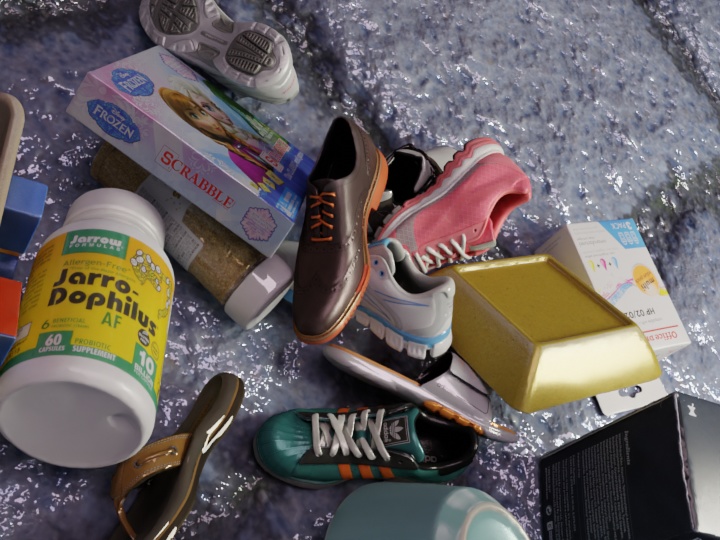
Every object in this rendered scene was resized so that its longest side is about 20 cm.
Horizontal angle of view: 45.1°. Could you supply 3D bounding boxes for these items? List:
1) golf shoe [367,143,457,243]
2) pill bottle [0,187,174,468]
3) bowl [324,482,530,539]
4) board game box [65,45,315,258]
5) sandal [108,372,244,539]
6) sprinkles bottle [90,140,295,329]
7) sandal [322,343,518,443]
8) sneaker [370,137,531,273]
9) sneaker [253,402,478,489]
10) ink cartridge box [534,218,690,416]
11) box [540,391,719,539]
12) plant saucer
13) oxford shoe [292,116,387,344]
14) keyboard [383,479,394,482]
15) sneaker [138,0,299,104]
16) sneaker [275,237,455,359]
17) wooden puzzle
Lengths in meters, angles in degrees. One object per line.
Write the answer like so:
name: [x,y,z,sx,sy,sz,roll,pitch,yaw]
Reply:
golf shoe: [0.062,-0.092,0.908,0.078,0.095,0.199,49,49,6]
pill bottle: [-0.201,0.035,0.661,0.111,0.113,0.202,18,41,-19]
bowl: [0.073,0.250,0.668,0.200,0.104,0.204,34,41,-36]
board game box: [-0.135,-0.115,0.774,0.198,0.041,0.201,36,18,-10]
sandal: [-0.150,0.145,0.652,0.055,0.081,0.201,44,46,-18]
sprinkles bottle: [-0.148,-0.040,0.767,0.200,0.068,0.068,44,51,4]
sandal: [0.065,0.098,0.800,0.204,0.079,0.060,27,81,-11]
sneaker: [0.086,-0.040,0.846,0.200,0.074,0.087,-46,60,-4]
sneaker: [0.009,0.144,0.746,0.196,0.080,0.073,8,57,-21]
ink cartridge box: [0.289,0.048,0.971,0.113,0.068,0.203,-6,67,-32]
box: [0.302,0.219,0.797,0.197,0.197,0.126,17,55,-19]
plant saucer: [0.174,0.044,0.859,0.197,0.049,0.200,-7,35,-32]
oxford shoe: [-0.030,-0.037,0.740,0.073,0.070,0.203,52,42,-52]
keyboard: [0.031,0.279,0.727,0.055,0.011,0.203,22,54,-17]
sneaker: [-0.144,-0.222,0.886,0.199,0.099,0.078,37,85,20]
sneaker: [0.000,0.000,0.792,0.197,0.088,0.075,21,36,12]
wooden puzzle: [-0.261,0.010,0.606,0.046,0.185,0.204,11,58,-28]
